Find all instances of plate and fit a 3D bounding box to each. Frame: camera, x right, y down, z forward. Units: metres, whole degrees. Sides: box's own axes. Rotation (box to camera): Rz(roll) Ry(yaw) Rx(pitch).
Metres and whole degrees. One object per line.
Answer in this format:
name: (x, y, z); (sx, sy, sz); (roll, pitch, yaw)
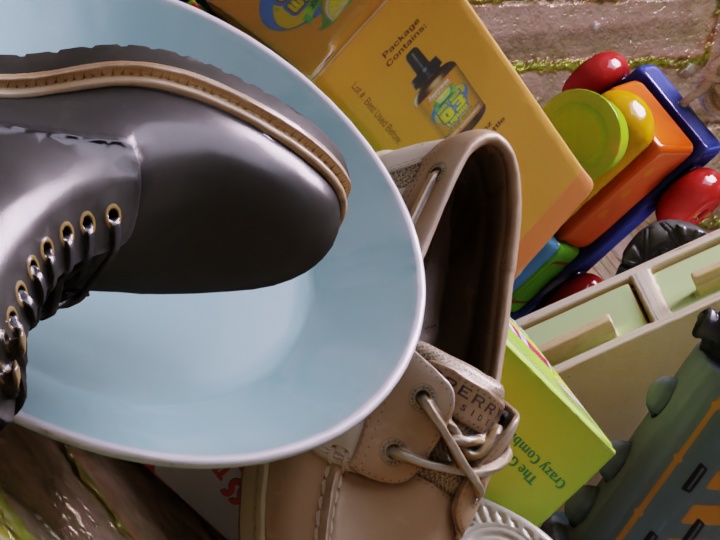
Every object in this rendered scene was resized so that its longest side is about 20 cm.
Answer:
plate: (-0.076, -0.015, 0.853); (0.199, 0.026, 0.201); (17, 41, -15)

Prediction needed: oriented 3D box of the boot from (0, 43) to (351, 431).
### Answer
boot: (-0.082, 0.006, 0.733); (0.199, 0.078, 0.139); (6, 37, -26)

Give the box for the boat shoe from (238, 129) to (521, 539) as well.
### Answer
boat shoe: (0.012, 0.045, 0.889); (0.071, 0.064, 0.201); (30, 55, -40)

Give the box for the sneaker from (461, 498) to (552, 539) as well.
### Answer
sneaker: (0.070, 0.156, 1.015); (0.200, 0.075, 0.085); (36, -33, 11)

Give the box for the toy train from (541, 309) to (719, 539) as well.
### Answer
toy train: (0.135, 0.104, 1.088); (0.114, 0.201, 0.085); (33, 13, -6)

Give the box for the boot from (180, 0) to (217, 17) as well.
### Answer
boot: (-0.043, -0.137, 1.109); (0.200, 0.073, 0.151); (44, -11, 2)

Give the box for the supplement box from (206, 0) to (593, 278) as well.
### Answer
supplement box: (0.019, -0.065, 1.077); (0.069, 0.067, 0.200); (40, -5, 30)

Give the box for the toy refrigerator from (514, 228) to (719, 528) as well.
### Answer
toy refrigerator: (0.107, 0.043, 1.162); (0.076, 0.199, 0.070); (-101, 167, -72)

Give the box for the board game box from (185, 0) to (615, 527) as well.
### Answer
board game box: (0.000, 0.000, 1.022); (0.200, 0.048, 0.102); (45, 5, -29)

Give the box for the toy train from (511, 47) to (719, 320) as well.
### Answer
toy train: (0.110, -0.059, 1.209); (0.085, 0.200, 0.116); (52, 16, 15)

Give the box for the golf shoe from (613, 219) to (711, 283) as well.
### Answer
golf shoe: (0.143, 0.046, 1.271); (0.095, 0.077, 0.201); (-108, 179, -52)

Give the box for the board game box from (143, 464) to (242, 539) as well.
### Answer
board game box: (-0.054, 0.021, 0.995); (0.152, 0.046, 0.200); (45, 9, -26)
